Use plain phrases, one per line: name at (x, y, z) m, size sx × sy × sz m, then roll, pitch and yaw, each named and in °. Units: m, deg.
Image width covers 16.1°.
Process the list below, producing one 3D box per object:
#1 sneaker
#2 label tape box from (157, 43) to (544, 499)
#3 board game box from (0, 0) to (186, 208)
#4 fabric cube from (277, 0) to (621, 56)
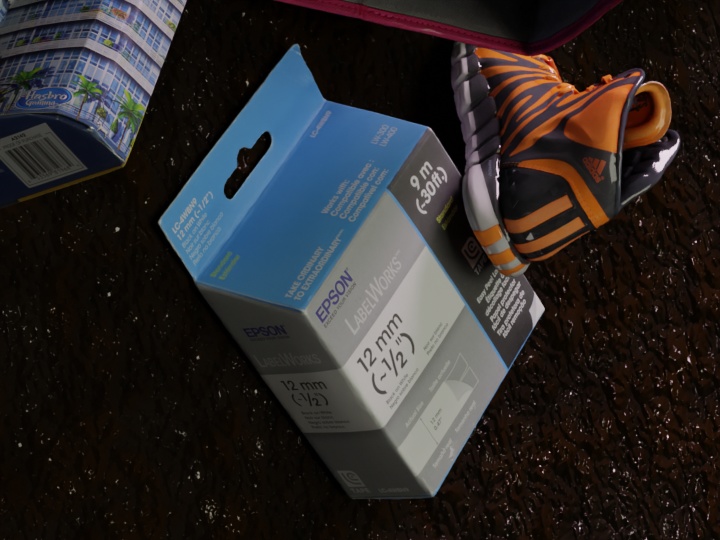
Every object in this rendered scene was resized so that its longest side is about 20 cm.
sneaker at (0.114, -0.083, 1.375) m, size 0.078 × 0.112 × 0.200 m, roll 52°, pitch 22°, yaw -37°
label tape box at (0.000, 0.000, 1.325) m, size 0.200 × 0.066 × 0.143 m, roll 57°, pitch 49°, yaw -29°
board game box at (-0.166, -0.109, 1.090) m, size 0.062 × 0.200 × 0.200 m, roll 48°, pitch 40°, yaw -34°
fabric cube at (0.040, -0.239, 1.240) m, size 0.200 × 0.196 × 0.200 m, roll 12°, pitch 77°, yaw -14°
